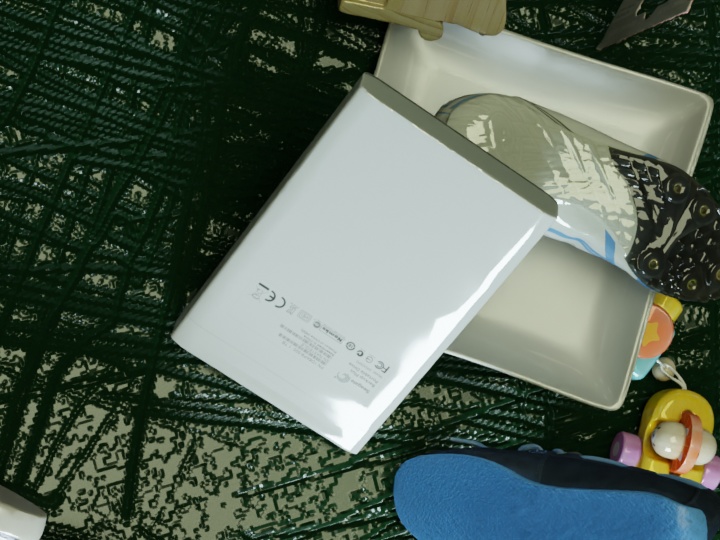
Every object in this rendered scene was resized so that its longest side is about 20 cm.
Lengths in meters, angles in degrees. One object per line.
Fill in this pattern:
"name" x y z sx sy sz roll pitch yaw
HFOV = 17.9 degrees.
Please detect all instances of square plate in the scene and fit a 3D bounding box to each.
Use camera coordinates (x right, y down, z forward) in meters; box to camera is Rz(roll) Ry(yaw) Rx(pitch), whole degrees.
"square plate" 0.087 -0.039 1.348 0.199 0.028 0.199 18 81 2

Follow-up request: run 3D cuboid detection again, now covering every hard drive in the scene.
"hard drive" 0.000 0.000 1.285 0.132 0.027 0.200 33 120 -11

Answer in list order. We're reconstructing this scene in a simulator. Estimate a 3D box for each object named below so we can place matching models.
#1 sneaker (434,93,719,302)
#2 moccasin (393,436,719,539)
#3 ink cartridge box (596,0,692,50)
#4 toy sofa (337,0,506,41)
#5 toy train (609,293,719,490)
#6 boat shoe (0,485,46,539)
"sneaker" 0.129 -0.045 1.307 0.199 0.072 0.072 28 90 -12
"moccasin" 0.115 0.142 1.315 0.068 0.199 0.081 -16 112 -55
"ink cartridge box" 0.227 -0.216 1.345 0.050 0.161 0.201 28 81 -9
"toy sofa" 0.056 -0.233 1.282 0.097 0.083 0.201 10 129 -11
"toy train" 0.147 0.093 1.370 0.149 0.056 0.201 -13 93 -16
"boat shoe" -0.276 0.141 1.240 0.199 0.075 0.093 18 89 2
